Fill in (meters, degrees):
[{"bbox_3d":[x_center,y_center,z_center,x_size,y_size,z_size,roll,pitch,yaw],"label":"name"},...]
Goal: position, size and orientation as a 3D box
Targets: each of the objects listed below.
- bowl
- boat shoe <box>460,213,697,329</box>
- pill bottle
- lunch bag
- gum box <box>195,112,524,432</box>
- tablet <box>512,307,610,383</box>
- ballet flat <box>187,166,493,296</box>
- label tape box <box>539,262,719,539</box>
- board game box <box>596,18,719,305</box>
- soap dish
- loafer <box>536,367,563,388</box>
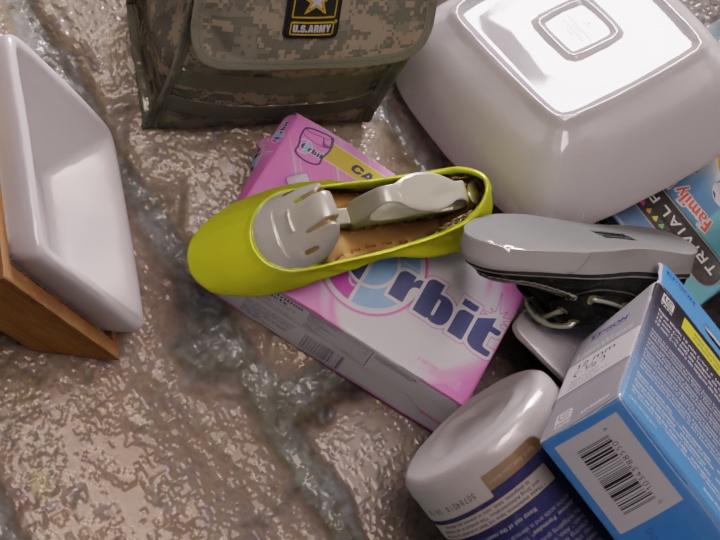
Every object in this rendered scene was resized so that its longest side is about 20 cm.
[{"bbox_3d":[0.142,-0.138,1.529,0.199,0.075,0.200,-26,55,-21],"label":"bowl"},{"bbox_3d":[0.137,0.006,1.442,0.199,0.071,0.064,4,108,-42],"label":"boat shoe"},{"bbox_3d":[0.127,0.169,1.389,0.111,0.111,0.200,-43,101,-26],"label":"pill bottle"},{"bbox_3d":[-0.048,-0.174,1.454,0.163,0.200,0.118,-3,70,-19],"label":"lunch bag"},{"bbox_3d":[0.000,0.000,1.473,0.199,0.066,0.114,32,64,-2],"label":"gum box"},{"bbox_3d":[0.190,0.084,1.491,0.200,0.014,0.130,45,29,3],"label":"tablet"},{"bbox_3d":[-0.009,-0.032,1.408,0.198,0.067,0.067,-10,74,-18],"label":"ballet flat"},{"bbox_3d":[0.190,0.099,1.377,0.144,0.066,0.200,51,25,-9],"label":"label tape box"},{"bbox_3d":[0.241,-0.074,1.587,0.200,0.047,0.151,-36,82,-26],"label":"board game box"},{"bbox_3d":[-0.202,-0.039,1.365,0.081,0.200,0.159,-14,72,9],"label":"soap dish"},{"bbox_3d":[0.166,0.146,1.475,0.063,0.072,0.201,-30,85,-49],"label":"loafer"}]
